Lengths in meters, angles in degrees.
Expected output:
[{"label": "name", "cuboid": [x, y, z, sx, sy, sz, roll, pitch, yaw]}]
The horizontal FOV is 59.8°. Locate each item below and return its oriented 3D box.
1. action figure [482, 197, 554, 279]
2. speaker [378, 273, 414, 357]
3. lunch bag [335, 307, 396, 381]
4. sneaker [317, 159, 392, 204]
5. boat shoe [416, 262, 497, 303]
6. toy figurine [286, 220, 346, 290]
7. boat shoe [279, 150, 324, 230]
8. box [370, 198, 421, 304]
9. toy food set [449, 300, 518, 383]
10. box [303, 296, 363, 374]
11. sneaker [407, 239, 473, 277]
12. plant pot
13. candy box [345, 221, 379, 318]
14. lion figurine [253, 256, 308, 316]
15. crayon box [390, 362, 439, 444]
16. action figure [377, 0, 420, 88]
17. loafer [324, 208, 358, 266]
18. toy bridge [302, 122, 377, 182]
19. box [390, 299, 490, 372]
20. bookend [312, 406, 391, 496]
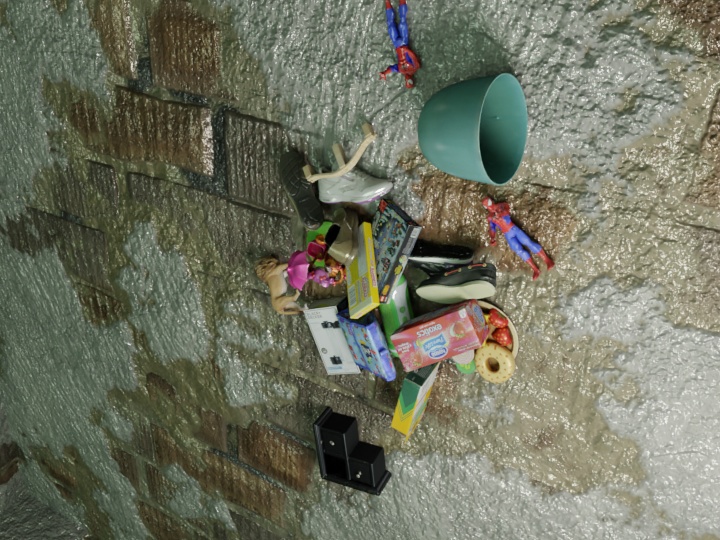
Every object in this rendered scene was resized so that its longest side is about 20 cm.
[{"label": "action figure", "cuboid": [0.313, -0.065, 1.301, 0.201, 0.099, 0.065, 52, 127, 2]}, {"label": "speaker", "cuboid": [0.090, 0.107, 1.540, 0.087, 0.088, 0.203, -1, 113, 32]}, {"label": "lunch bag", "cuboid": [0.030, 0.177, 1.543, 0.152, 0.093, 0.200, 69, 167, -15]}, {"label": "sneaker", "cuboid": [-0.021, -0.207, 1.453, 0.197, 0.075, 0.101, 2, 111, 30]}, {"label": "boat shoe", "cuboid": [0.211, 0.028, 1.378, 0.200, 0.064, 0.073, -12, 142, 43]}, {"label": "toy figurine", "cuboid": [-0.094, -0.007, 1.532, 0.198, 0.184, 0.152, 29, 126, 15]}, {"label": "boat shoe", "cuboid": [-0.148, -0.189, 1.537, 0.074, 0.075, 0.203, 135, 117, -80]}, {"label": "box", "cuboid": [0.056, -0.045, 1.441, 0.137, 0.039, 0.202, 50, 125, 49]}, {"label": "toy food set", "cuboid": [0.274, 0.163, 1.478, 0.195, 0.049, 0.203, 13, 120, 26]}, {"label": "box", "cuboid": [-0.064, 0.176, 1.685, 0.115, 0.060, 0.203, -7, 109, 34]}, {"label": "sneaker", "cuboid": [0.162, -0.010, 1.445, 0.197, 0.076, 0.089, 11, 125, 27]}, {"label": "plant pot", "cuboid": [0.208, -0.272, 1.212, 0.159, 0.200, 0.204, 11, 120, 39]}, {"label": "candy box", "cuboid": [0.000, 0.000, 1.457, 0.102, 0.026, 0.203, -34, 54, 50]}, {"label": "lion figurine", "cuboid": [-0.217, 0.045, 1.670, 0.121, 0.072, 0.203, -20, 66, 12]}, {"label": "crayon box", "cuboid": [0.136, 0.325, 1.596, 0.051, 0.126, 0.202, 23, 124, 19]}, {"label": "action figure", "cuboid": [0.068, -0.462, 1.258, 0.064, 0.099, 0.203, -3, 115, 33]}, {"label": "loafer", "cuboid": [-0.046, -0.090, 1.460, 0.067, 0.201, 0.076, 24, 116, -22]}, {"label": "toy bridge", "cuboid": [-0.043, -0.256, 1.426, 0.198, 0.027, 0.068, -30, 66, 24]}, {"label": "box", "cuboid": [0.181, 0.143, 1.419, 0.198, 0.100, 0.097, -24, 94, 28]}, {"label": "bookend", "cuboid": [-0.022, 0.523, 1.817, 0.197, 0.092, 0.202, 8, 117, 27]}]
